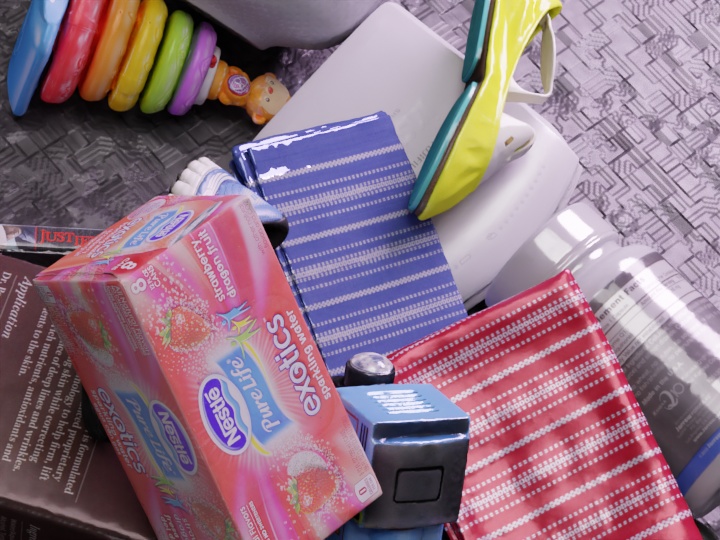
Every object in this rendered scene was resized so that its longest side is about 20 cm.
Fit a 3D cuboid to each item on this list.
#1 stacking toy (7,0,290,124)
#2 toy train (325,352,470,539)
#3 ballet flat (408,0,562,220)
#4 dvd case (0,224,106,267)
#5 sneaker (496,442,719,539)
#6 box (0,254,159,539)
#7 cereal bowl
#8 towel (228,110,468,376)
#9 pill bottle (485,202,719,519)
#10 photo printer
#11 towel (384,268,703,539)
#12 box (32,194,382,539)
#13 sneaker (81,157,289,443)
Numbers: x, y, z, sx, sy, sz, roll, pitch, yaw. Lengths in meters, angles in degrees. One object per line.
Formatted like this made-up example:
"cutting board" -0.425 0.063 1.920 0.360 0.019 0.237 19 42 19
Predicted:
"stacking toy" -0.141 -0.148 1.762 0.200 0.110 0.116 20 57 -10
"toy train" 0.004 0.153 1.507 0.087 0.200 0.114 0 19 -25
"ballet flat" 0.091 -0.113 1.656 0.067 0.067 0.200 22 63 -7
"dvd case" -0.166 0.013 1.631 0.200 0.146 0.022 1 64 -7
"sneaker" 0.154 0.163 1.615 0.200 0.084 0.077 22 70 -21
"box" -0.182 0.115 1.559 0.200 0.164 0.166 17 59 0
"cereal bowl" -0.087 -0.215 1.759 0.200 0.200 0.083 32 91 9
"towel" 0.000 0.000 1.609 0.145 0.024 0.200 -17 86 -43
"pill bottle" 0.183 0.056 1.619 0.114 0.114 0.200 -38 73 -25
"photo printer" 0.041 -0.069 1.718 0.200 0.069 0.166 41 83 23
"towel" 0.111 0.117 1.551 0.144 0.022 0.200 -25 79 -1
"box" -0.086 0.066 1.401 0.103 0.095 0.200 -35 111 -32
"sneaker" -0.103 0.022 1.485 0.089 0.079 0.200 24 58 8
